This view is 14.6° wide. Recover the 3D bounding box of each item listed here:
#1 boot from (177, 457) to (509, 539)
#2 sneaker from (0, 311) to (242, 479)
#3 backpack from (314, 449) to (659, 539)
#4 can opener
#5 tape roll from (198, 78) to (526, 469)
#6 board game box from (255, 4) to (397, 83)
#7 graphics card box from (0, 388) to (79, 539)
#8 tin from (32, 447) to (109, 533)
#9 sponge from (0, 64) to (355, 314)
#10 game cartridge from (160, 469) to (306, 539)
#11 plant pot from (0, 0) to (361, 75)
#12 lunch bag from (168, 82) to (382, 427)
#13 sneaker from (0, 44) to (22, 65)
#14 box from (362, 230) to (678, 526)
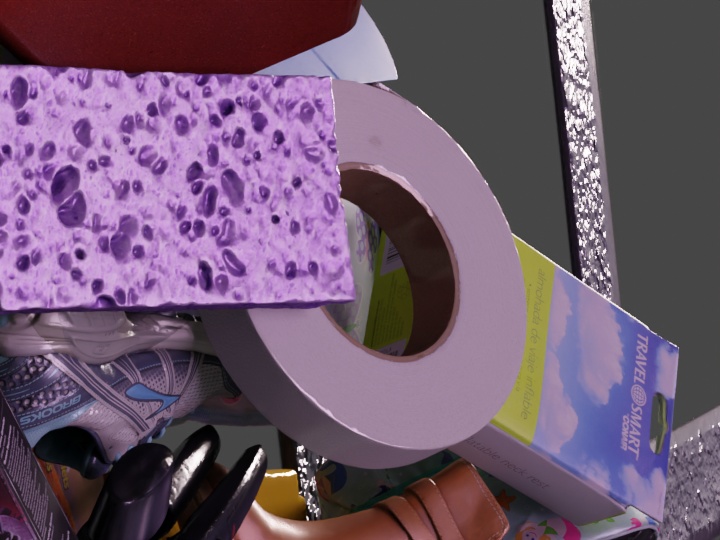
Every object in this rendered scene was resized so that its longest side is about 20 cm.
[{"bbox_3d":[0.001,0.148,1.506,0.155,0.077,0.200,-37,105,-14],"label":"boot"},{"bbox_3d":[-0.127,0.057,1.374,0.200,0.077,0.087,11,88,-57],"label":"sneaker"},{"bbox_3d":[0.071,0.157,1.659,0.178,0.199,0.151,81,-11,-71],"label":"backpack"},{"bbox_3d":[-0.084,0.118,1.362,0.079,0.063,0.200,-61,171,17],"label":"can opener"},{"bbox_3d":[0.000,0.000,1.428,0.202,0.037,0.204,20,57,-34],"label":"tape roll"},{"bbox_3d":[-0.071,-0.144,1.524,0.158,0.039,0.200,49,25,14],"label":"board game box"},{"bbox_3d":[-0.188,0.132,1.232,0.051,0.125,0.201,-94,165,-54],"label":"graphics card box"},{"bbox_3d":[-0.168,0.087,1.385,0.112,0.042,0.201,-22,106,-59],"label":"tin"},{"bbox_3d":[-0.092,-0.037,1.308,0.199,0.030,0.112,-1,84,-37],"label":"sponge"},{"bbox_3d":[-0.082,0.202,1.562,0.200,0.032,0.177,4,83,-66],"label":"game cartridge"},{"bbox_3d":[-0.101,-0.188,1.338,0.176,0.199,0.200,67,1,-53],"label":"plant pot"},{"bbox_3d":[-0.038,-0.021,1.574,0.200,0.127,0.170,-39,124,-66],"label":"lunch bag"},{"bbox_3d":[-0.208,-0.074,1.283,0.105,0.075,0.200,63,32,-32],"label":"sneaker"},{"bbox_3d":[0.090,0.053,1.550,0.200,0.048,0.122,33,52,-32],"label":"box"}]
